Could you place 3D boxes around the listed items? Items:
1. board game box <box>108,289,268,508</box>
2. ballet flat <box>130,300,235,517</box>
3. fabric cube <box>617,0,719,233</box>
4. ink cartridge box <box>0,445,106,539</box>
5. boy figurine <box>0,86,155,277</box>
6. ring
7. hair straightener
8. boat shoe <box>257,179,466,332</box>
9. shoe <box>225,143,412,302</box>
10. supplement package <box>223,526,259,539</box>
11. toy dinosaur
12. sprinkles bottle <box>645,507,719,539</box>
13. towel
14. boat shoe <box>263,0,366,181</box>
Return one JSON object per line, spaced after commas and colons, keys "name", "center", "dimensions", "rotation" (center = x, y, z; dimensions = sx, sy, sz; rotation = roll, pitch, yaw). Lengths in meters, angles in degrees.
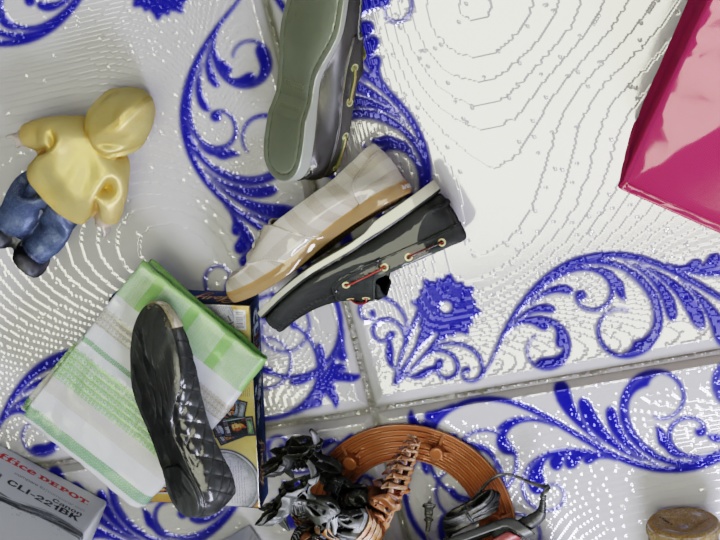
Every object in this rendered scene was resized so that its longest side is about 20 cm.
{"name": "board game box", "center": [-0.157, 0.117, 1.790], "dimensions": [0.134, 0.035, 0.202], "rotation": [3, 110, 10]}
{"name": "ballet flat", "center": [-0.160, 0.122, 1.731], "dimensions": [0.066, 0.057, 0.202], "rotation": [-2, 105, 39]}
{"name": "fabric cube", "center": [0.334, -0.138, 1.515], "dimensions": [0.199, 0.196, 0.201], "rotation": [23, 112, 2]}
{"name": "ink cartridge box", "center": [-0.335, 0.250, 1.785], "dimensions": [0.143, 0.200, 0.084], "rotation": [27, 109, 1]}
{"name": "boy figurine", "center": [-0.256, -0.091, 1.722], "dimensions": [0.124, 0.064, 0.200], "rotation": [40, 111, -4]}
{"name": "ring", "center": [0.045, 0.237, 1.801], "dimensions": [0.198, 0.019, 0.202], "rotation": [4, 109, 11]}
{"name": "hair straightener", "center": [0.079, 0.233, 1.741], "dimensions": [0.199, 0.041, 0.077], "rotation": [-31, 68, 9]}
{"name": "boat shoe", "center": [-0.001, 0.001, 1.696], "dimensions": [0.201, 0.074, 0.063], "rotation": [-33, 92, 15]}
{"name": "shoe", "center": [-0.045, -0.039, 1.695], "dimensions": [0.199, 0.070, 0.054], "rotation": [-34, 89, 23]}
{"name": "supplement package", "center": [-0.103, 0.365, 1.824], "dimensions": [0.109, 0.114, 0.201], "rotation": [-30, 102, 20]}
{"name": "toy dinosaur", "center": [-0.020, 0.214, 1.763], "dimensions": [0.135, 0.102, 0.201], "rotation": [36, 94, -18]}
{"name": "sprinkles bottle", "center": [0.293, 0.316, 1.752], "dimensions": [0.068, 0.068, 0.202], "rotation": [-1, 108, 12]}
{"name": "towel", "center": [-0.196, 0.103, 1.763], "dimensions": [0.149, 0.031, 0.200], "rotation": [39, 110, -6]}
{"name": "boat shoe", "center": [-0.030, -0.174, 1.651], "dimensions": [0.072, 0.060, 0.203], "rotation": [31, 114, 43]}
